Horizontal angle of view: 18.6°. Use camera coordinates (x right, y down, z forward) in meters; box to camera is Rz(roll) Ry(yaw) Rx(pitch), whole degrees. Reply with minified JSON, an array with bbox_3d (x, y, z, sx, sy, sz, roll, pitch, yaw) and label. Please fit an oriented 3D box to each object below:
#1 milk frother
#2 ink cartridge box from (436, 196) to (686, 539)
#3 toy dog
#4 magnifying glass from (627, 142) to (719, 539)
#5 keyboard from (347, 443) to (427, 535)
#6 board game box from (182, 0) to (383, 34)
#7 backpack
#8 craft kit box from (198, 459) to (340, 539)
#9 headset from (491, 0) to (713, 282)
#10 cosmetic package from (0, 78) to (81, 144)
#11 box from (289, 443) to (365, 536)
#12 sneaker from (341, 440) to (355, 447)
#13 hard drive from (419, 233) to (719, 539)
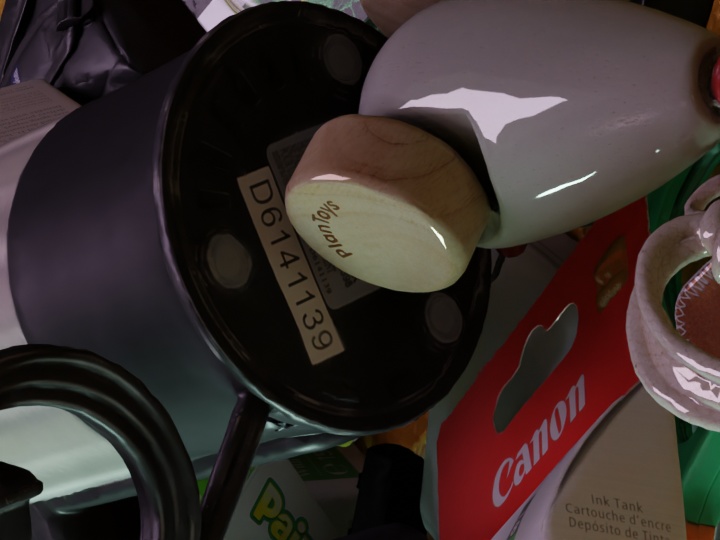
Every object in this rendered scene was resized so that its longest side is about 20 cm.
[{"bbox_3d":[-0.091,0.036,0.608,0.188,0.199,0.181,-19,77,45],"label":"milk frother"},{"bbox_3d":[0.035,0.089,0.615,0.161,0.050,0.201,123,152,-49],"label":"ink cartridge box"},{"bbox_3d":[0.076,-0.025,0.543,0.200,0.132,0.096,28,165,39],"label":"toy dog"},{"bbox_3d":[0.088,0.045,0.592,0.080,0.022,0.201,7,85,64],"label":"magnifying glass"},{"bbox_3d":[-0.015,0.157,0.792,0.104,0.039,0.201,52,-134,-69],"label":"keyboard"},{"bbox_3d":[0.011,-0.151,0.670,0.200,0.023,0.105,-49,68,23],"label":"board game box"},{"bbox_3d":[-0.131,-0.064,1.089,0.200,0.153,0.163,-55,43,26],"label":"backpack"},{"bbox_3d":[-0.075,0.151,0.775,0.048,0.198,0.200,-6,128,38],"label":"craft kit box"},{"bbox_3d":[0.041,-0.056,0.675,0.124,0.094,0.201,52,129,57],"label":"headset"},{"bbox_3d":[-0.122,-0.004,0.918,0.200,0.071,0.102,35,136,56],"label":"cosmetic package"},{"bbox_3d":[-0.099,0.150,0.959,0.199,0.171,0.201,-138,49,-62],"label":"box"},{"bbox_3d":[0.000,0.000,0.816,0.077,0.075,0.200,-52,13,12],"label":"sneaker"},{"bbox_3d":[0.072,0.067,0.705,0.200,0.026,0.132,-135,46,-61],"label":"hard drive"}]
